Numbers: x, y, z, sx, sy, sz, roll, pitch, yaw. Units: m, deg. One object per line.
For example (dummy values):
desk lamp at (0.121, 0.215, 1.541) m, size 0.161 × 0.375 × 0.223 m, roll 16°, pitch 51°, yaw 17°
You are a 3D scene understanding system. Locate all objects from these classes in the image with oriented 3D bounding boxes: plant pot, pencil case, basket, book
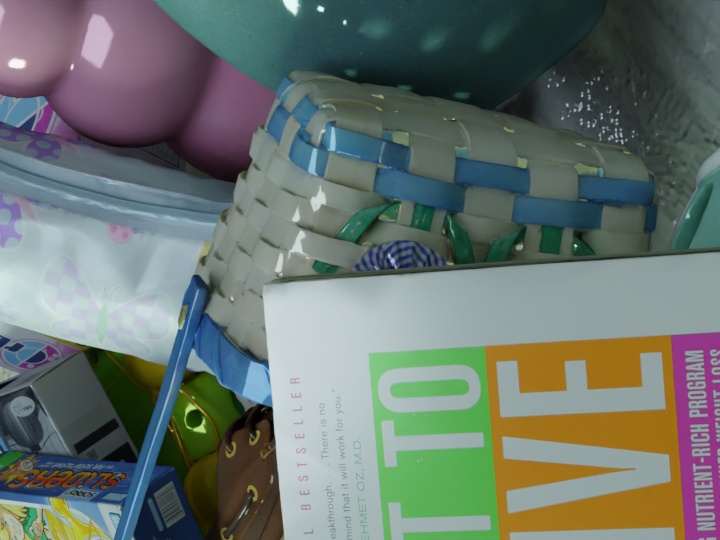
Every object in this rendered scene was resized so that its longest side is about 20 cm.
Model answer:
plant pot at (0.020, -0.130, 0.790) m, size 0.135 × 0.200 × 0.199 m, roll 54°, pitch 145°, yaw -12°
pencil case at (-0.129, -0.019, 0.876) m, size 0.198 × 0.083 × 0.091 m, roll 16°, pitch 134°, yaw 4°
basket at (0.012, 0.041, 0.727) m, size 0.139 × 0.175 × 0.202 m, roll -124°, pitch 44°, yaw -68°
book at (0.076, 0.062, 0.599) m, size 0.198 × 0.048 × 0.135 m, roll -4°, pitch 91°, yaw 17°

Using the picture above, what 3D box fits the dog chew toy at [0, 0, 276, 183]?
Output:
dog chew toy at (-0.088, -0.105, 0.899) m, size 0.124 × 0.198 × 0.126 m, roll -23°, pitch 64°, yaw 59°

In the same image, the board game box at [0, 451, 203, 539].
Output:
board game box at (-0.101, 0.181, 0.944) m, size 0.135 × 0.034 × 0.202 m, roll -2°, pitch 114°, yaw 48°

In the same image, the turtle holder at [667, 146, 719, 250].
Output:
turtle holder at (0.165, 0.020, 0.686) m, size 0.140 × 0.185 × 0.133 m, roll -19°, pitch 79°, yaw 14°

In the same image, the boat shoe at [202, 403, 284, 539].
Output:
boat shoe at (-0.033, 0.087, 0.897) m, size 0.067 × 0.072 × 0.201 m, roll 32°, pitch 122°, yaw 15°

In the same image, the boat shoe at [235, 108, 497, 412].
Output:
boat shoe at (0.000, 0.000, 0.913) m, size 0.200 × 0.072 × 0.066 m, roll -41°, pitch 66°, yaw 33°

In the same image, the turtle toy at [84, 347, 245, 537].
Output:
turtle toy at (-0.087, 0.063, 1.042) m, size 0.146 × 0.100 × 0.201 m, roll -37°, pitch 72°, yaw 52°

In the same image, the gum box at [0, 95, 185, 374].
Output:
gum box at (-0.144, -0.063, 1.027) m, size 0.113 × 0.066 × 0.202 m, roll -32°, pitch 45°, yaw 39°

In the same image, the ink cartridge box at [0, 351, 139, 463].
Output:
ink cartridge box at (-0.121, 0.141, 0.997) m, size 0.099 × 0.039 × 0.201 m, roll -21°, pitch 100°, yaw 50°
